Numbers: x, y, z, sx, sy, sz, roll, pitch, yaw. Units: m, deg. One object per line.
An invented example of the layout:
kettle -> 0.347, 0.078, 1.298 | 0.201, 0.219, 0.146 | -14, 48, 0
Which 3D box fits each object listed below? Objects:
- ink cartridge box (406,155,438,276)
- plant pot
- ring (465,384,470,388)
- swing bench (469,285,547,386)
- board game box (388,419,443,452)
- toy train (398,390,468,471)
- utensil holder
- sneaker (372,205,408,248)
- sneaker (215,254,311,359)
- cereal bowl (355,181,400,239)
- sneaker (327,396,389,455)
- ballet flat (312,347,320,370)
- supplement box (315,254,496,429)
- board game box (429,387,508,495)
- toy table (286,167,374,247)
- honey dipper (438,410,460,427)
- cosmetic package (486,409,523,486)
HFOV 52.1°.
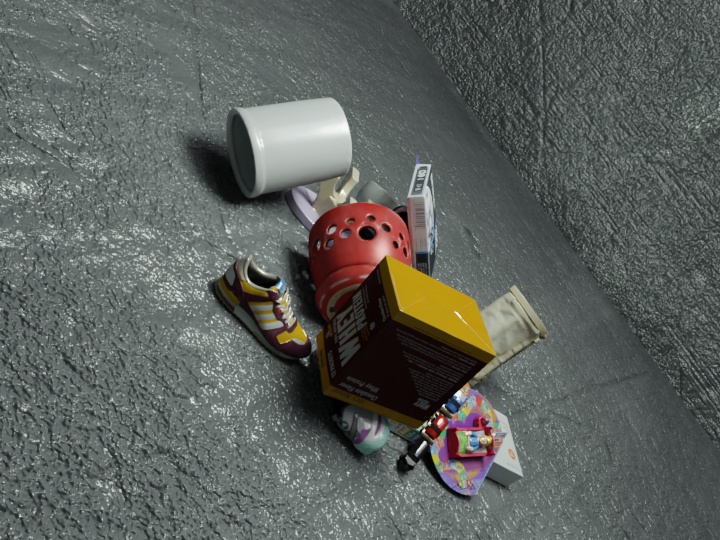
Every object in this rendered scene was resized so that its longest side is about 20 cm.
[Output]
ink cartridge box -> 0.132, -0.110, 1.522 | 0.200, 0.043, 0.199 | -74, 160, -56
plant pot -> 0.000, 0.000, 1.395 | 0.200, 0.200, 0.183 | 33, 36, -32
ring -> 0.143, 0.183, 1.512 | 0.200, 0.019, 0.200 | 39, 8, -7
swing bench -> 0.293, 0.147, 1.609 | 0.130, 0.199, 0.200 | 55, 7, 11
board game box -> 0.089, 0.234, 1.414 | 0.134, 0.034, 0.201 | 35, 30, -30
toy train -> 0.135, 0.280, 1.323 | 0.034, 0.046, 0.200 | 42, 55, 5
utensil holder -> -0.138, -0.243, 1.421 | 0.199, 0.170, 0.170 | -15, 63, -22
sneaker -> 0.055, -0.049, 1.555 | 0.070, 0.201, 0.082 | 25, -6, -9
sneaker -> -0.141, 0.063, 1.205 | 0.200, 0.090, 0.075 | 43, 27, -16
cereal bowl -> 0.054, -0.106, 1.704 | 0.200, 0.083, 0.200 | 49, -6, 7
sneaker -> -0.003, 0.202, 1.261 | 0.140, 0.078, 0.200 | 44, 26, -15
ballet flat -> -0.006, 0.145, 1.337 | 0.200, 0.071, 0.069 | 4, 54, -57
supplement box -> 0.067, 0.120, 1.184 | 0.197, 0.200, 0.133 | 26, 30, -27
board game box -> 0.213, 0.316, 1.385 | 0.158, 0.039, 0.200 | 52, 50, -14
toy table -> -0.048, -0.138, 1.586 | 0.200, 0.117, 0.184 | 32, 32, -32
honey dipper -> 0.123, 0.237, 1.385 | 0.200, 0.038, 0.038 | 47, 26, -12
cosmetic package -> 0.240, 0.336, 1.507 | 0.200, 0.052, 0.151 | 33, 34, -32
